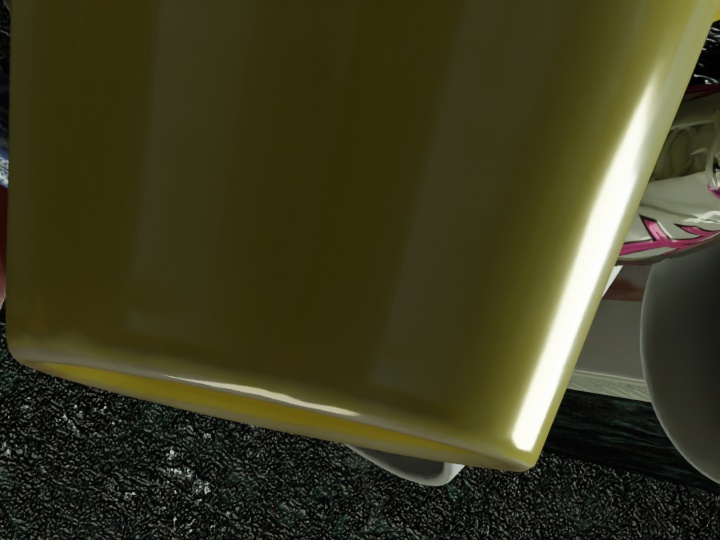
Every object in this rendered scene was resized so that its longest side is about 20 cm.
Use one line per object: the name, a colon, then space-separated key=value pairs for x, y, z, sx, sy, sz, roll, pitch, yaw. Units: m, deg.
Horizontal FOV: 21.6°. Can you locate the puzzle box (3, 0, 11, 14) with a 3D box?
puzzle box: x=-0.102 y=-0.084 z=0.693 sx=0.025 sy=0.134 sz=0.200 roll=-31 pitch=172 yaw=-2

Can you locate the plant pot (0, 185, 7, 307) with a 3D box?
plant pot: x=-0.276 y=-0.032 z=0.808 sx=0.198 sy=0.202 sz=0.176 roll=10 pitch=159 yaw=34

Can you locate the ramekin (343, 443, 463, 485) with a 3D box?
ramekin: x=0.000 y=0.000 z=0.922 sx=0.200 sy=0.105 sz=0.200 roll=38 pitch=163 yaw=13

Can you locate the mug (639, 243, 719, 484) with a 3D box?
mug: x=0.257 y=0.021 z=0.865 sx=0.174 sy=0.149 sz=0.200 roll=8 pitch=146 yaw=-39

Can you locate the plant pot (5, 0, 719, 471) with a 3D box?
plant pot: x=-0.003 y=-0.058 z=0.456 sx=0.199 sy=0.191 sz=0.201 roll=12 pitch=173 yaw=1

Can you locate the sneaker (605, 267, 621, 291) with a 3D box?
sneaker: x=0.093 y=-0.039 z=0.916 sx=0.088 sy=0.076 sz=0.200 roll=34 pitch=171 yaw=11

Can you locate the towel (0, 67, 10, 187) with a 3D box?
towel: x=-0.170 y=-0.094 z=0.705 sx=0.200 sy=0.024 sz=0.145 roll=45 pitch=-175 yaw=25

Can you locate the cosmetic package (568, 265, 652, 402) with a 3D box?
cosmetic package: x=0.180 y=0.036 z=1.201 sx=0.198 sy=0.088 sz=0.103 roll=9 pitch=170 yaw=28

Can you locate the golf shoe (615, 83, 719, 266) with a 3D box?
golf shoe: x=0.147 y=-0.047 z=0.755 sx=0.198 sy=0.073 sz=0.092 roll=-1 pitch=162 yaw=17
